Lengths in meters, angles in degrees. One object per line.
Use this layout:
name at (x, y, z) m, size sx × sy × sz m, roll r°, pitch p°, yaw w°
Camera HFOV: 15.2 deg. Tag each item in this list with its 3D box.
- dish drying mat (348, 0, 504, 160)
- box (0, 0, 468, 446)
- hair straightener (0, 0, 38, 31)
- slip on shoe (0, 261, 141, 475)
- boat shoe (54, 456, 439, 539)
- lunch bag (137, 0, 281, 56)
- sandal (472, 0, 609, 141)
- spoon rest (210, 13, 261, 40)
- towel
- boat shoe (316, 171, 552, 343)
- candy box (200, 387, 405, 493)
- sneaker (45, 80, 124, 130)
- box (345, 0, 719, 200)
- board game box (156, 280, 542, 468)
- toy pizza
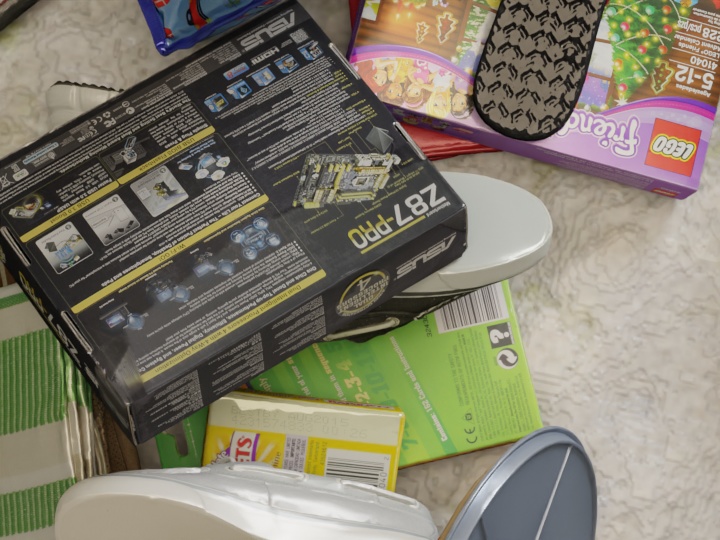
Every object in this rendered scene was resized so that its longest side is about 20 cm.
dish drying mat at (0.031, -0.159, 1.474) m, size 0.077 × 0.018 × 0.201 m, roll -6°, pitch 83°, yaw -1°
box at (-0.071, -0.028, 1.342) m, size 0.200 × 0.049 × 0.161 m, roll -31°, pitch 60°, yaw -16°
hair straightener at (-0.198, -0.173, 1.471) m, size 0.200 × 0.041 × 0.077 m, roll -42°, pitch 84°, yaw 0°
slip on shoe at (-0.153, 0.065, 1.427) m, size 0.060 × 0.076 × 0.200 m, roll -2°, pitch 71°, yaw -39°
boat shoe at (-0.053, 0.125, 1.346) m, size 0.199 × 0.069 × 0.072 m, roll 6°, pitch 124°, yaw -10°
lunch bag at (-0.016, -0.186, 1.326) m, size 0.151 × 0.200 × 0.094 m, roll -40°, pitch 111°, yaw -28°
sandal at (0.110, -0.165, 1.415) m, size 0.075 × 0.045 × 0.200 m, roll 22°, pitch 94°, yaw 2°
spoon rest at (-0.062, -0.226, 1.455) m, size 0.099 × 0.061 × 0.201 m, roll 5°, pitch 85°, yaw -35°
towel at (-0.185, 0.111, 1.396) m, size 0.152 × 0.023 × 0.200 m, roll -15°, pitch 81°, yaw 41°
boat shoe at (0.000, 0.000, 1.392) m, size 0.199 × 0.064 × 0.071 m, roll -8°, pitch 49°, yaw -2°
candy box at (-0.040, 0.164, 1.400) m, size 0.102 × 0.026 × 0.201 m, roll 8°, pitch 97°, yaw -4°
sneaker at (-0.074, -0.047, 1.438) m, size 0.200 × 0.074 × 0.080 m, roll 9°, pitch 87°, yaw 10°
box at (0.099, -0.130, 1.446) m, size 0.200 × 0.039 × 0.137 m, roll 15°, pitch 81°, yaw -5°
board game box at (-0.011, 0.064, 1.433) m, size 0.200 × 0.030 × 0.096 m, roll -13°, pitch 82°, yaw -4°
toy pizza at (0.061, 0.170, 1.349) m, size 0.032 × 0.200 × 0.201 m, roll 19°, pitch 82°, yaw 26°
